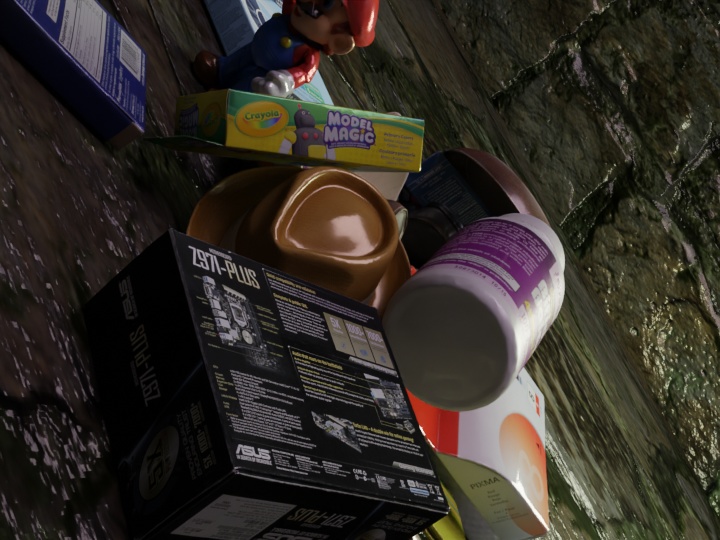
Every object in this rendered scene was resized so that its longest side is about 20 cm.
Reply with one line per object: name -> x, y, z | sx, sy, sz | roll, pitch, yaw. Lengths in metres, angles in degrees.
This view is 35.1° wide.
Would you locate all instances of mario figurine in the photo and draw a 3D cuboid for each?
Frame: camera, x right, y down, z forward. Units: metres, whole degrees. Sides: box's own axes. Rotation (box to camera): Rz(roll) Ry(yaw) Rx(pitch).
mario figurine -> -0.074, -0.227, 1.060 | 0.124, 0.199, 0.106 | 58, 16, 1

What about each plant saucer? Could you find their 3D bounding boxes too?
plant saucer -> 0.156, -0.053, 1.235 | 0.201, 0.034, 0.201 | 55, -11, 16

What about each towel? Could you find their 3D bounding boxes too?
towel -> 0.058, 0.196, 0.956 | 0.086, 0.018, 0.200 | 53, 4, -7

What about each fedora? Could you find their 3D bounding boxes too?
fedora -> -0.033, -0.020, 0.875 | 0.199, 0.082, 0.202 | 15, 52, -21

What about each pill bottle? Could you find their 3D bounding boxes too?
pill bottle -> 0.102, 0.023, 0.917 | 0.113, 0.112, 0.200 | 57, 32, -5

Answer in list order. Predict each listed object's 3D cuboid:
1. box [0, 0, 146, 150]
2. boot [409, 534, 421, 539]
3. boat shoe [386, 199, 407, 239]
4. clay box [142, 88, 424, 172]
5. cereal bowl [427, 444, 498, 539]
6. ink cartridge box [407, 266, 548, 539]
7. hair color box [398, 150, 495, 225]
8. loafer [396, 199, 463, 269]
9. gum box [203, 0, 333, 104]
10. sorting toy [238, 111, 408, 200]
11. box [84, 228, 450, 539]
box -> -0.232, -0.192, 0.829 | 0.200, 0.032, 0.122 | 49, 19, -36
boot -> 0.038, 0.235, 0.832 | 0.146, 0.070, 0.202 | 42, 24, -61
boat shoe -> 0.000, 0.000, 0.995 | 0.200, 0.070, 0.071 | -49, 147, -47
clay box -> -0.062, -0.110, 0.906 | 0.198, 0.115, 0.048 | 6, 91, -30
cereal bowl -> 0.125, 0.176, 1.148 | 0.201, 0.083, 0.201 | 51, 17, -23
ink cartridge box -> 0.102, 0.109, 0.979 | 0.201, 0.050, 0.163 | 57, 25, -33
hair color box -> 0.121, -0.022, 1.236 | 0.201, 0.060, 0.100 | 52, -12, 21
loafer -> 0.051, -0.028, 1.173 | 0.200, 0.072, 0.074 | 10, -59, 69
gum box -> -0.105, -0.252, 1.289 | 0.170, 0.044, 0.202 | 27, 37, -61
sorting toy -> -0.028, -0.051, 1.082 | 0.199, 0.106, 0.182 | -10, 83, -56
box -> -0.056, 0.087, 0.707 | 0.199, 0.086, 0.165 | 22, 39, -48
